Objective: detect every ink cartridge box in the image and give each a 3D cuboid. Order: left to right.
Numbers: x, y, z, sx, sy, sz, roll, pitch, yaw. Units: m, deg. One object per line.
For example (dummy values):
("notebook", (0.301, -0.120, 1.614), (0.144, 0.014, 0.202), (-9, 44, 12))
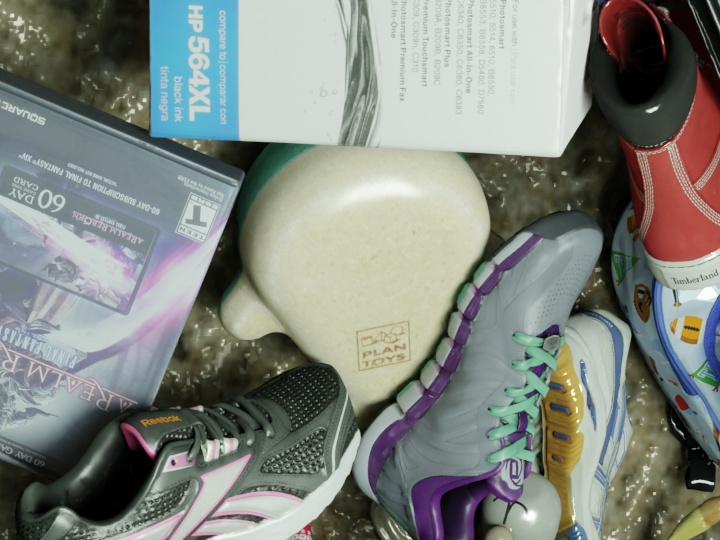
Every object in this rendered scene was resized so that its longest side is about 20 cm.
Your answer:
("ink cartridge box", (0.011, -0.111, 1.267), (0.200, 0.146, 0.084), (4, 104, 10))

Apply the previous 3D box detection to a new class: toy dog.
("toy dog", (0.065, 0.212, 1.410), (0.096, 0.132, 0.200), (-44, 123, -52))

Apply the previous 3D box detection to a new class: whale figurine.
("whale figurine", (0.000, 0.000, 1.374), (0.159, 0.104, 0.200), (-13, 131, -7))

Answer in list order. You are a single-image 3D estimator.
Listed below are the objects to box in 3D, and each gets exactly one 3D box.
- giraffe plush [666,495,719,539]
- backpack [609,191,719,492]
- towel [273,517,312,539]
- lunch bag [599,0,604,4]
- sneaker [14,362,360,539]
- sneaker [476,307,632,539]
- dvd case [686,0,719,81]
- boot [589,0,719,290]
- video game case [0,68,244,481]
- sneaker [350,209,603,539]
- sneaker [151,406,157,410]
("giraffe plush", (0.224, 0.242, 1.478), (0.173, 0.200, 0.162), (-47, 136, 5))
("backpack", (0.234, 0.015, 1.423), (0.200, 0.154, 0.191), (-40, 110, -6))
("towel", (-0.092, 0.207, 1.269), (0.144, 0.200, 0.022), (-9, 141, 9))
("lunch bag", (0.082, -0.212, 1.354), (0.151, 0.094, 0.200), (37, 103, -23))
("sneaker", (-0.084, 0.100, 1.286), (0.200, 0.080, 0.086), (-36, 136, -27))
("sneaker", (0.119, 0.115, 1.447), (0.088, 0.075, 0.200), (-31, 135, -46))
("dvd case", (0.226, -0.130, 1.320), (0.143, 0.018, 0.200), (-36, 110, -34))
("boot", (0.157, -0.107, 1.334), (0.072, 0.200, 0.144), (-13, 127, 15))
("video game case", (-0.156, 0.009, 1.283), (0.143, 0.019, 0.200), (23, 117, -2))
("sneaker", (0.078, 0.064, 1.342), (0.074, 0.088, 0.200), (2, 130, -46))
("sneaker", (-0.102, 0.162, 1.377), (0.081, 0.075, 0.200), (-20, 109, -14))
